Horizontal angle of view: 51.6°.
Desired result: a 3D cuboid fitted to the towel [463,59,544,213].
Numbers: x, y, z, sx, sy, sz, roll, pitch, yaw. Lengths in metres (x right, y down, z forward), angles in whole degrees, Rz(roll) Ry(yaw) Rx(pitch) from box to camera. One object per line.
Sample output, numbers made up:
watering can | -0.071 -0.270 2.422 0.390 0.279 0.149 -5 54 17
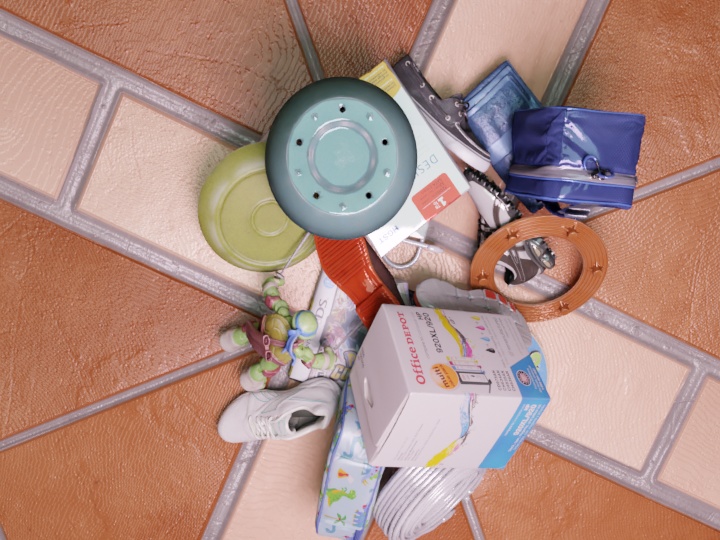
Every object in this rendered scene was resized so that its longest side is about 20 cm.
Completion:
towel | 0.231 -0.190 1.081 0.111 0.049 0.201 -40 97 3

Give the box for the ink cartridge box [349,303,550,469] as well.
ink cartridge box | 0.106 0.150 0.953 0.196 0.149 0.146 6 131 -22

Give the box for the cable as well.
cable | 0.106 0.302 1.059 0.069 0.198 0.202 45 128 26

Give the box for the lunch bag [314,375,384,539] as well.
lunch bag | -0.008 0.261 1.055 0.081 0.161 0.204 12 114 -2

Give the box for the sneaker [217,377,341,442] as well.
sneaker | -0.125 0.213 1.085 0.196 0.080 0.072 -18 108 13

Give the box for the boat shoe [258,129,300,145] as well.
boat shoe | -0.112 -0.171 1.066 0.197 0.074 0.068 -28 70 1

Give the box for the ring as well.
ring | 0.255 0.005 1.064 0.195 0.019 0.203 0 131 0

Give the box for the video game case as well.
video game case | 0.010 0.104 1.116 0.196 0.026 0.184 18 95 -4

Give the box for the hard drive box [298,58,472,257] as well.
hard drive box | 0.028 -0.147 0.992 0.155 0.077 0.201 -37 97 2

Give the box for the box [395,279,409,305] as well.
box | 0.057 0.116 1.088 0.038 0.041 0.205 -6 96 -3

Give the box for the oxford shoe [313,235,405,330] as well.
oxford shoe | 0.000 0.000 1.024 0.070 0.072 0.203 -31 85 20

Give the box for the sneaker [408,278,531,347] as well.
sneaker | 0.151 0.074 1.066 0.197 0.078 0.082 22 133 -16

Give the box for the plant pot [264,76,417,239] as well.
plant pot | -0.022 -0.132 0.873 0.195 0.161 0.206 0 96 -2

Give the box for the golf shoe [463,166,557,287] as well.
golf shoe | 0.195 -0.055 1.070 0.094 0.078 0.200 -39 108 13

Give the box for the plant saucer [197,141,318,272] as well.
plant saucer | -0.128 -0.078 1.042 0.195 0.031 0.204 -8 123 -12

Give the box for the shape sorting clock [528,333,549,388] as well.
shape sorting clock | 0.189 0.167 1.119 0.195 0.039 0.205 -1 97 -7

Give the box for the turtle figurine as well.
turtle figurine | -0.097 0.083 1.058 0.143 0.203 0.192 39 134 -24

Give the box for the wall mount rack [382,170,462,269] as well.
wall mount rack | 0.049 -0.106 1.069 0.170 0.075 0.205 13 95 -1

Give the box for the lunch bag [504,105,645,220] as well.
lunch bag | 0.275 -0.137 0.964 0.132 0.200 0.136 4 99 -7

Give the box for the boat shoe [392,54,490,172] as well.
boat shoe | 0.117 -0.225 1.046 0.200 0.070 0.066 45 109 12
